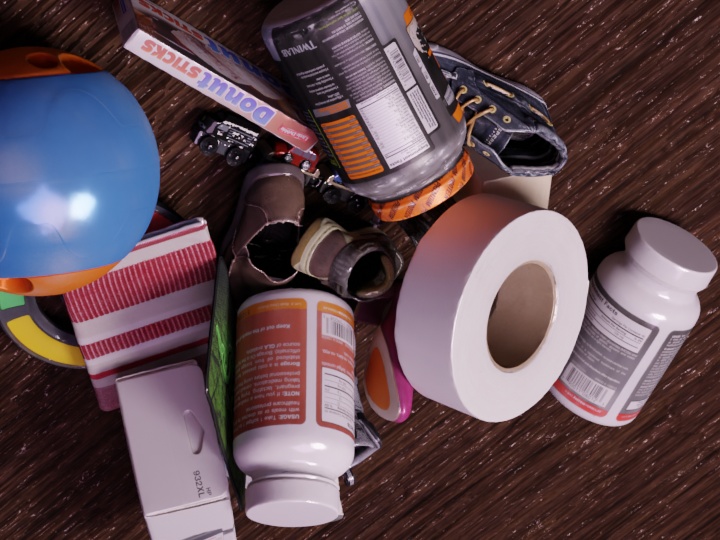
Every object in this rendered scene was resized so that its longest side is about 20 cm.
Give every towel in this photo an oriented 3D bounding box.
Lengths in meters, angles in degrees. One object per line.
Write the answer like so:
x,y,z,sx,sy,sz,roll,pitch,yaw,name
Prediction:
-0.195,0.042,1.465,0.144,0.023,0.200,-19,137,-11,towel

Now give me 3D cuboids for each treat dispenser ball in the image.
-0.263,-0.080,1.275,0.200,0.201,0.201,-10,129,-12,treat dispenser ball

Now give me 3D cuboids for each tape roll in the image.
0.123,0.033,1.440,0.202,0.071,0.203,-20,118,-43,tape roll

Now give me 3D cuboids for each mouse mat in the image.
-0.120,0.106,1.457,0.007,0.161,0.200,-3,138,4,mouse mat

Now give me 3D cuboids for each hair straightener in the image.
0.043,-0.063,1.462,0.077,0.041,0.200,-40,111,5,hair straightener

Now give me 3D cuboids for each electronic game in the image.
-0.241,0.012,1.459,0.199,0.042,0.201,-10,129,-12,electronic game

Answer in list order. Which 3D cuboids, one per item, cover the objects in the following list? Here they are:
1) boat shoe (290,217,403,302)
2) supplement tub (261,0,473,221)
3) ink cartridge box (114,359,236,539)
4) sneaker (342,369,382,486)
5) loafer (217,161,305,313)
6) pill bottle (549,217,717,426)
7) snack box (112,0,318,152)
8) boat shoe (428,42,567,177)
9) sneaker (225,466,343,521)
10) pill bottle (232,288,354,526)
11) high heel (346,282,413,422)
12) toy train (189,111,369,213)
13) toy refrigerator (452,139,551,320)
0.000,-0.001,1.463,0.072,0.066,0.201,-55,159,7,boat shoe
0.011,-0.150,1.336,0.122,0.123,0.200,-28,111,3,supplement tub
-0.175,0.198,1.517,0.083,0.146,0.200,-13,153,-8,ink cartridge box
-0.023,0.123,1.573,0.075,0.114,0.201,-16,131,-17,sneaker
-0.091,-0.012,1.455,0.073,0.071,0.200,-2,142,-10,loafer
0.280,0.053,1.629,0.116,0.116,0.200,12,122,-27,pill bottle
-0.121,-0.169,1.341,0.200,0.072,0.024,28,114,-35,snack box
0.098,-0.145,1.426,0.200,0.091,0.071,13,121,-27,boat shoe
-0.076,0.183,1.566,0.074,0.200,0.087,-3,104,-36,sneaker
-0.061,0.127,1.441,0.112,0.201,0.112,0,155,0,pill bottle
0.049,0.080,1.512,0.096,0.200,0.068,9,117,-18,high heel
-0.063,-0.101,1.443,0.200,0.034,0.046,20,107,-31,toy train
0.130,-0.029,1.545,0.076,0.070,0.201,-13,131,-19,toy refrigerator
